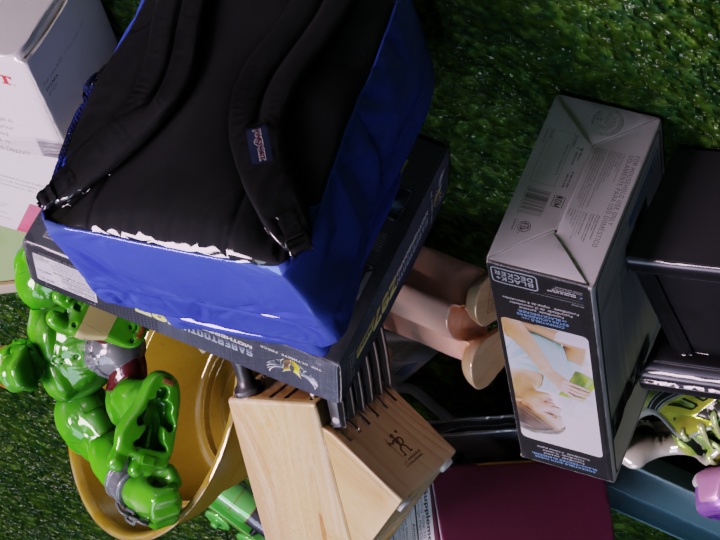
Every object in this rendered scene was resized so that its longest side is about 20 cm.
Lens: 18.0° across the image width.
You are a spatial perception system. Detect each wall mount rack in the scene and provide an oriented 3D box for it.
[{"bbox_3d":[0.043,0.085,1.487,0.172,0.075,0.200,2,160,-20],"label":"wall mount rack"}]

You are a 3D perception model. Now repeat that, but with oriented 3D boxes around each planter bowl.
[{"bbox_3d":[-0.103,0.078,1.464,0.083,0.202,0.200,12,165,-37],"label":"planter bowl"}]

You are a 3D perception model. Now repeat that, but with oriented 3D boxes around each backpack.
[{"bbox_3d":[-0.053,-0.070,1.173,0.161,0.201,0.168,12,158,18],"label":"backpack"}]

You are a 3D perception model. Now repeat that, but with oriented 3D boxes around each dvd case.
[{"bbox_3d":[0.057,0.124,1.475,0.198,0.016,0.149,-4,160,10],"label":"dvd case"}]

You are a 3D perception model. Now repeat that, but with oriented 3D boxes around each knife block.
[{"bbox_3d":[-0.039,0.092,1.370,0.175,0.064,0.200,43,133,11],"label":"knife block"}]

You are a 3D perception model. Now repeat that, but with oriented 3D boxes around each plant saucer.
[{"bbox_3d":[0.237,0.164,1.467,0.199,0.019,0.070,25,151,-11],"label":"plant saucer"}]

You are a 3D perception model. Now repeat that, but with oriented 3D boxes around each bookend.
[{"bbox_3d":[0.214,-0.022,1.126,0.198,0.092,0.200,8,145,34],"label":"bookend"}]

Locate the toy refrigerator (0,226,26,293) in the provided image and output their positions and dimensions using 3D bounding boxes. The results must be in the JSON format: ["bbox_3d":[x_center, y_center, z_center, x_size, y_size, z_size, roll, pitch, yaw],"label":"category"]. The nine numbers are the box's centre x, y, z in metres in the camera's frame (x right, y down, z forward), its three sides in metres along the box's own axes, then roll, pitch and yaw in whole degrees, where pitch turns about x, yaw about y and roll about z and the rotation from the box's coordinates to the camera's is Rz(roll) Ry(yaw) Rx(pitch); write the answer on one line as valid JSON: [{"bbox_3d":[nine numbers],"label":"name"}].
[{"bbox_3d":[-0.245,-0.029,1.547,0.199,0.070,0.076,-5,139,47],"label":"toy refrigerator"}]

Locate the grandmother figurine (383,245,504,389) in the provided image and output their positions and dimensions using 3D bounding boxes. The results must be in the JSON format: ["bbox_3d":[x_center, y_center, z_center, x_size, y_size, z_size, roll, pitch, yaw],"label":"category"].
[{"bbox_3d":[0.000,0.000,1.368,0.199,0.060,0.122,18,107,34],"label":"grandmother figurine"}]

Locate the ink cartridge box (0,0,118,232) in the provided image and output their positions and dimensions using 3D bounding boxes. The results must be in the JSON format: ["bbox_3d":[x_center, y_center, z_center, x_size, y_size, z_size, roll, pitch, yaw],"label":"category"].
[{"bbox_3d":[-0.215,-0.110,1.371,0.146,0.083,0.201,16,151,21],"label":"ink cartridge box"}]

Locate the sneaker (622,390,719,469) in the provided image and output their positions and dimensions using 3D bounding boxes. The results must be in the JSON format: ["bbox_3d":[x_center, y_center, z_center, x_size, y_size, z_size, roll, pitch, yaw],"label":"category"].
[{"bbox_3d":[0.222,0.077,1.302,0.075,0.077,0.199,41,149,-20],"label":"sneaker"}]

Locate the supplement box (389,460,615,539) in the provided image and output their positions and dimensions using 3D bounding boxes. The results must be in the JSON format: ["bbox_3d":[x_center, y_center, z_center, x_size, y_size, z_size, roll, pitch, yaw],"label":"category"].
[{"bbox_3d":[0.061,0.193,1.473,0.130,0.104,0.200,0,164,-27],"label":"supplement box"}]

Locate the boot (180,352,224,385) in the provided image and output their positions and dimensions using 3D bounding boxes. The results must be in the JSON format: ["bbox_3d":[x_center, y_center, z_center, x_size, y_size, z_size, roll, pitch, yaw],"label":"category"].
[{"bbox_3d":[-0.059,0.119,1.626,0.200,0.066,0.165,42,162,-13],"label":"boot"}]

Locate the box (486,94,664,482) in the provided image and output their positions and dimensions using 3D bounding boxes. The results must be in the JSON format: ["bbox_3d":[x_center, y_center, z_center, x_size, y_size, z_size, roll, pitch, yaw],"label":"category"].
[{"bbox_3d":[0.124,0.013,1.244,0.060,0.117,0.201,14,148,19],"label":"box"}]

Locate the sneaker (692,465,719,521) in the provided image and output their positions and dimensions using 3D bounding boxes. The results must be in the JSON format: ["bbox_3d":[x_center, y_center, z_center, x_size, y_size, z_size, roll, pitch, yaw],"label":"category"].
[{"bbox_3d":[0.274,0.166,1.337,0.199,0.089,0.080,22,160,-35],"label":"sneaker"}]

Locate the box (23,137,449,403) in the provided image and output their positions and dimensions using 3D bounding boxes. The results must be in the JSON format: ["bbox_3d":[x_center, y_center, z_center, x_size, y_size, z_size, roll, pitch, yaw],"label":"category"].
[{"bbox_3d":[-0.068,-0.032,1.291,0.199,0.158,0.051,21,151,11],"label":"box"}]

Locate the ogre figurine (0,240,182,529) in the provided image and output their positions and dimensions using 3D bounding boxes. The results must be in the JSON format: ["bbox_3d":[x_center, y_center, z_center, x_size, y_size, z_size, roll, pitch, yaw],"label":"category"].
[{"bbox_3d":[-0.164,0.054,1.391,0.120,0.098,0.201,8,135,59],"label":"ogre figurine"}]

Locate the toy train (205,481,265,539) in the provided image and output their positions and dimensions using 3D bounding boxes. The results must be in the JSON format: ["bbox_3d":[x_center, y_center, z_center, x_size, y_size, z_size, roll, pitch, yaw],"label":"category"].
[{"bbox_3d":[-0.134,0.138,1.659,0.199,0.042,0.056,36,157,-1],"label":"toy train"}]
